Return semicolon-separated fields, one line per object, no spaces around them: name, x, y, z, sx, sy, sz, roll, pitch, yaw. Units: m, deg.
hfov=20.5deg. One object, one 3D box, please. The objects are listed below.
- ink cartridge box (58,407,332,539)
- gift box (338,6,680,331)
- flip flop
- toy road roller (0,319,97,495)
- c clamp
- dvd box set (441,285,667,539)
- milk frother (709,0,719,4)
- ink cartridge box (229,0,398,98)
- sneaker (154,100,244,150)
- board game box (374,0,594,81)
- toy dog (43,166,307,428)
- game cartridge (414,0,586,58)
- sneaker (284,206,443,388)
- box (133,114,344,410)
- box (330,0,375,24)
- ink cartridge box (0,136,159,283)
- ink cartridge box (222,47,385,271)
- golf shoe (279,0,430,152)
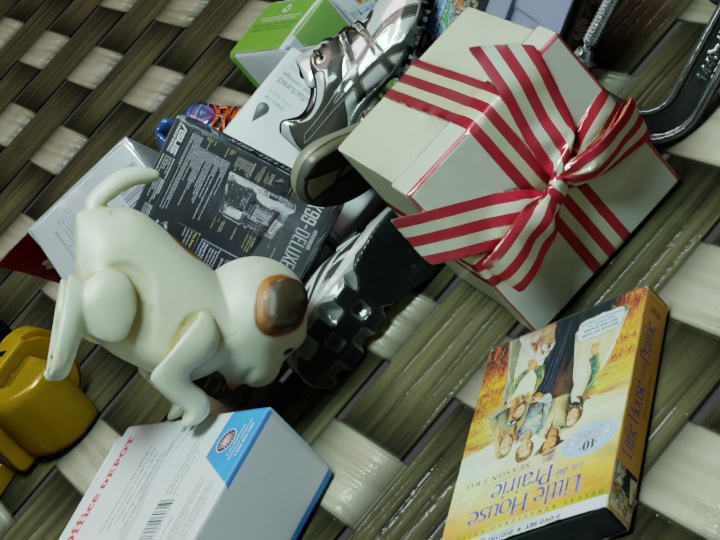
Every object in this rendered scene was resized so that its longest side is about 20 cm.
ink cartridge box;-0.138;0.196;1.568;0.199;0.084;0.147;-12;40;50
gift box;0.100;-0.081;1.498;0.185;0.200;0.187;-51;27;-2
flip flop;0.011;-0.101;1.629;0.199;0.082;0.057;-19;40;-41
toy road roller;-0.347;0.145;1.920;0.145;0.123;0.201;9;57;46
c clamp;0.219;-0.207;1.532;0.202;0.170;0.027;-68;-16;11
dvd box set;0.132;0.111;1.354;0.146;0.029;0.201;-25;32;37
milk frother;0.309;-0.355;1.587;0.180;0.188;0.201;-11;41;48
ink cartridge box;-0.008;-0.180;1.854;0.199;0.148;0.076;2;50;55
sneaker;-0.147;-0.142;2.083;0.199;0.078;0.076;-19;36;43
board game box;0.096;-0.267;1.746;0.159;0.202;0.096;-17;-1;43
toy dog;-0.140;0.029;1.585;0.140;0.198;0.196;140;140;-72
game cartridge;0.117;-0.210;1.655;0.038;0.129;0.201;-20;-42;-50
sneaker;0.000;0.000;1.661;0.200;0.074;0.088;-47;28;-5
box;-0.125;-0.008;1.680;0.201;0.157;0.050;-64;-8;5
box;0.031;-0.279;1.877;0.101;0.200;0.113;-15;37;45
ink cartridge box;-0.224;-0.023;1.896;0.175;0.084;0.200;-42;-16;8
ink cartridge box;-0.066;-0.070;1.763;0.201;0.144;0.084;-52;-7;-11
golf shoe;-0.003;-0.185;1.690;0.078;0.094;0.202;-179;111;-85
